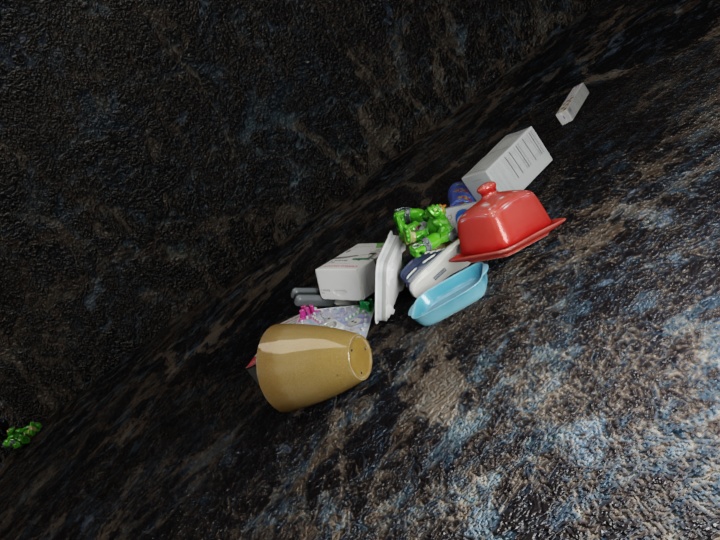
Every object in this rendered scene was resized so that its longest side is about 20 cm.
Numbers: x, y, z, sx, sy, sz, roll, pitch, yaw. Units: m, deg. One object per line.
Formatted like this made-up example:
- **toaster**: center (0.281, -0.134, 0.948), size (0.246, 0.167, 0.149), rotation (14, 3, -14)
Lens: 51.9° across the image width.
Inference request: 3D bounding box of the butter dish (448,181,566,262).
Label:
- **butter dish**: center (0.286, -0.113, 1.545), size (0.198, 0.149, 0.199), rotation (-24, 6, -29)

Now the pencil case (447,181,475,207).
- **pencil case**: center (0.271, -0.174, 1.975), size (0.077, 0.088, 0.200), rotation (-3, 22, 8)

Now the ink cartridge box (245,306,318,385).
- **ink cartridge box**: center (-0.178, 0.198, 1.883), size (0.144, 0.084, 0.200), rotation (-26, 17, 35)

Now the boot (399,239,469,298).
- **boot**: center (0.180, -0.027, 1.700), size (0.199, 0.073, 0.091), rotation (-37, 37, 2)

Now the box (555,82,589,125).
- **box**: center (0.631, -0.496, 2.198), size (0.039, 0.042, 0.200), rotation (-23, 21, 43)

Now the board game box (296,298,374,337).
- **board game box**: center (-0.075, 0.133, 1.778), size (0.198, 0.026, 0.201), rotation (-7, 27, 16)

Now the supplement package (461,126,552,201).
- **supplement package**: center (0.382, -0.264, 1.923), size (0.200, 0.110, 0.113), rotation (-43, 15, -21)

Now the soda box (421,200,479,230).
- **soda box**: center (0.233, -0.125, 1.802), size (0.198, 0.064, 0.068), rotation (-9, 7, 27)

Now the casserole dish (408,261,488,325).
- **casserole dish**: center (0.189, 0.054, 1.538), size (0.199, 0.039, 0.121), rotation (-31, 15, 23)

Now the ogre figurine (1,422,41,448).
- **ogre figurine**: center (-1.605, 0.784, 3.483), size (0.119, 0.099, 0.201), rotation (-15, 34, 13)

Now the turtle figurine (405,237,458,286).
- **turtle figurine**: center (0.178, -0.041, 1.809), size (0.199, 0.065, 0.161), rotation (-37, 14, 4)

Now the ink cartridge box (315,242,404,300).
- **ink cartridge box**: center (0.000, 0.000, 1.919), size (0.145, 0.085, 0.199), rotation (-1, 20, 37)

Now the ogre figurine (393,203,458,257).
- **ogre figurine**: center (0.150, -0.099, 1.716), size (0.118, 0.099, 0.200), rotation (-14, 10, -5)

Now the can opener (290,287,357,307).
- **can opener**: center (-0.094, 0.080, 1.945), size (0.067, 0.198, 0.053), rotation (-60, 44, 28)

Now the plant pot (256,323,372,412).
- **plant pot**: center (-0.081, 0.191, 1.536), size (0.198, 0.188, 0.187), rotation (-11, 26, 29)

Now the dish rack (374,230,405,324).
- **dish rack**: center (0.073, 0.017, 1.751), size (0.043, 0.174, 0.200), rotation (7, 27, 12)
